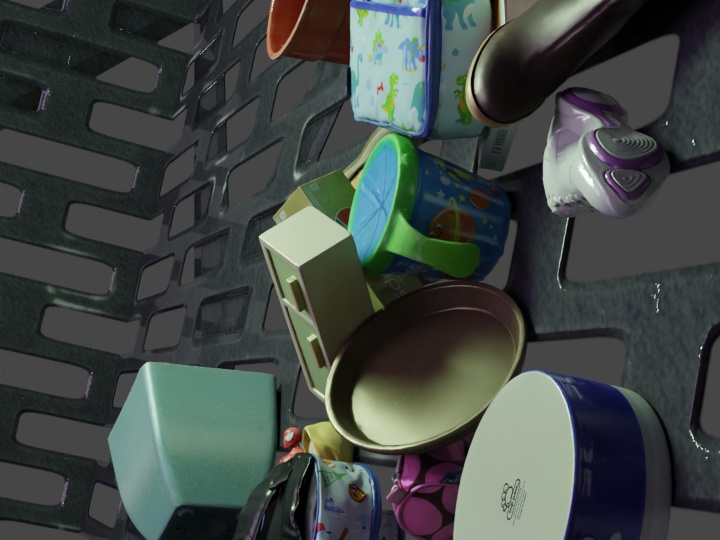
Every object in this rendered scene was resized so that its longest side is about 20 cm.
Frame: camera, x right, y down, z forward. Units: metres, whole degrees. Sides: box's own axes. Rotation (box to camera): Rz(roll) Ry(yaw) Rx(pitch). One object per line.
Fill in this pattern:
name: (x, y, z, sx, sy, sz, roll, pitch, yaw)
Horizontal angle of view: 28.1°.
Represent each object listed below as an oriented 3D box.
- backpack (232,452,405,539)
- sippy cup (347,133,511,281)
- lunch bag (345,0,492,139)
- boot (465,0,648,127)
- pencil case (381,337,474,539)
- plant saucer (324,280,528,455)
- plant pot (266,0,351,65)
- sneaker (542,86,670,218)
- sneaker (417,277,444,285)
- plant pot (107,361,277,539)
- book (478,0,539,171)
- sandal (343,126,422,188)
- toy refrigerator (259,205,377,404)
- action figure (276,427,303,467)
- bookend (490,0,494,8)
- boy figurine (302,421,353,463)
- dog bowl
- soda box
backpack: (-0.038, 0.281, 1.437, 0.200, 0.153, 0.192, -20, 63, 60)
sippy cup: (0.070, -0.050, 1.387, 0.140, 0.130, 0.179, 129, 150, -52)
lunch bag: (0.053, -0.214, 1.385, 0.200, 0.082, 0.162, -147, 57, -64)
boot: (0.179, -0.207, 1.157, 0.200, 0.072, 0.166, -46, 6, -29)
pencil case: (0.060, 0.149, 1.326, 0.201, 0.093, 0.091, -98, 28, -52)
plant saucer: (0.061, 0.090, 1.299, 0.199, 0.030, 0.201, -20, 38, 16)
plant pot: (0.016, -0.314, 1.653, 0.201, 0.194, 0.202, -166, 90, -73)
sneaker: (0.191, -0.074, 1.150, 0.200, 0.074, 0.100, -95, 17, -65)
sneaker: (0.039, -0.038, 1.555, 0.199, 0.115, 0.076, 9, 113, 38)
plant pot: (-0.223, 0.270, 1.967, 0.197, 0.195, 0.201, 121, 148, -42)
book: (0.138, -0.194, 1.345, 0.200, 0.048, 0.135, 99, 178, -71)
sandal: (0.020, -0.102, 1.703, 0.200, 0.080, 0.054, -53, 50, 43)
toy refrigerator: (-0.032, 0.046, 1.393, 0.076, 0.070, 0.201, 36, 150, 47)
action figure: (-0.097, 0.293, 1.785, 0.065, 0.051, 0.201, 139, 144, -67)
bookend: (0.143, -0.337, 1.447, 0.199, 0.092, 0.201, 142, 139, -63)
boy figurine: (-0.047, 0.270, 1.618, 0.124, 0.064, 0.201, 176, 105, -75)
dog bowl: (0.144, 0.177, 1.066, 0.200, 0.078, 0.201, -165, 90, -73)
soda box: (0.000, 0.000, 1.475, 0.200, 0.068, 0.064, 55, 136, 10)
